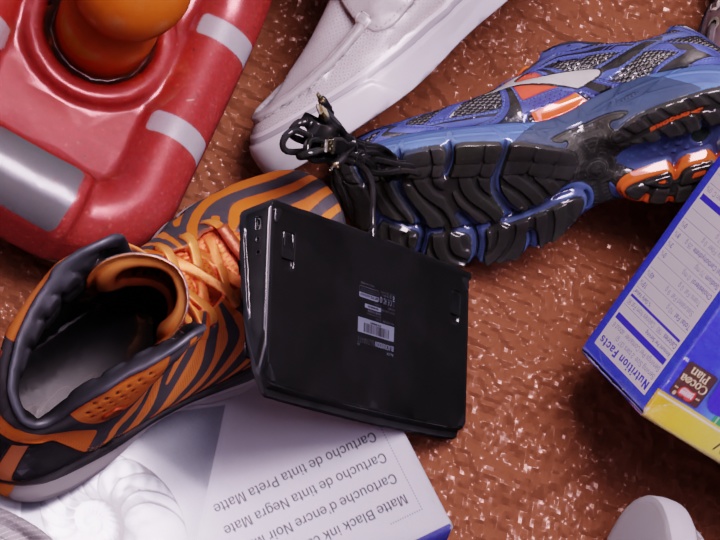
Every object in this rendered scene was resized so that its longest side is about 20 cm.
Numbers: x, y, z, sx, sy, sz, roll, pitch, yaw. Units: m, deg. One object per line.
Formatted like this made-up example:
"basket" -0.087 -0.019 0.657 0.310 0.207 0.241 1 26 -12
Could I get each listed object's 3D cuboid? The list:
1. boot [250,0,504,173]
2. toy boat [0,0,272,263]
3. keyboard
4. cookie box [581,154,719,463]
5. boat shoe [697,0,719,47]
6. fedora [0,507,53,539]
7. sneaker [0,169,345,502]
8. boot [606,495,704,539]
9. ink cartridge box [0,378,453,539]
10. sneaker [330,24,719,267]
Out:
"boot" 0.009 -0.138 1.204 0.200 0.074 0.096 -42 104 -9
"toy boat" -0.105 -0.109 1.153 0.130 0.131 0.201 28 64 -10
"keyboard" 0.000 0.000 1.142 0.020 0.200 0.128 -2 80 25
"cookie box" 0.226 0.007 1.199 0.171 0.075 0.200 30 100 -26
"boat shoe" 0.178 -0.088 1.292 0.072 0.064 0.201 45 36 -50
"fedora" -0.173 0.178 1.026 0.176 0.090 0.201 1 78 -5
"sneaker" -0.069 0.013 1.090 0.078 0.112 0.200 46 61 5
"boot" 0.150 0.203 1.186 0.095 0.073 0.201 12 74 -26
"ink cartridge box" -0.065 0.110 1.143 0.199 0.041 0.201 -24 82 -26
"sneaker" 0.083 -0.060 1.236 0.199 0.076 0.079 -11 40 -5
